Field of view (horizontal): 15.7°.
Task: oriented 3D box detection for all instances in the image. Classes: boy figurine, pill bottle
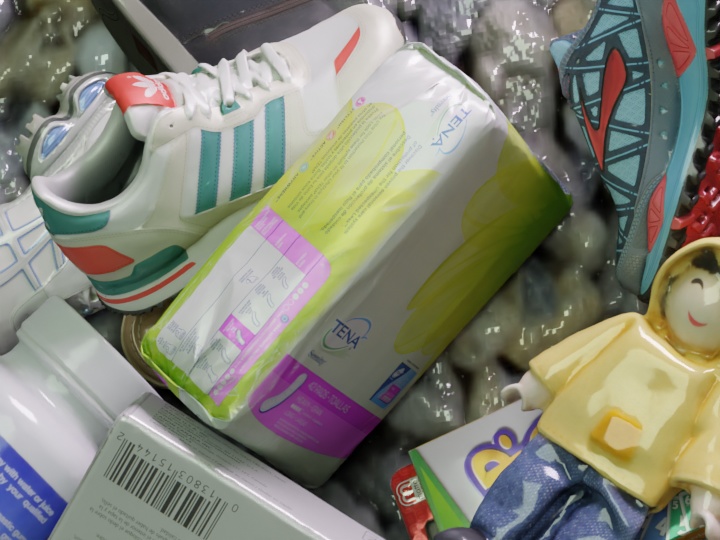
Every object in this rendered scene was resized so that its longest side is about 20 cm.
[{"bbox_3d":[0.127,0.072,1.200,0.124,0.064,0.200,40,93,27],"label":"boy figurine"},{"bbox_3d":[-0.191,0.111,1.286,0.200,0.112,0.112,-45,65,-7],"label":"pill bottle"}]

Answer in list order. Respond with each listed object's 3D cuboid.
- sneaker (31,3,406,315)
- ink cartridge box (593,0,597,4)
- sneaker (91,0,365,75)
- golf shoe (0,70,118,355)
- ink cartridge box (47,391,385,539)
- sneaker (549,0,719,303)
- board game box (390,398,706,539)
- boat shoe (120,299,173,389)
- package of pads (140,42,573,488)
[{"bbox_3d":[-0.069,-0.070,1.248,0.200,0.093,0.070,-39,39,3],"label":"sneaker"},{"bbox_3d":[0.177,-0.183,1.283,0.116,0.067,0.201,15,80,22],"label":"ink cartridge box"},{"bbox_3d":[-0.075,-0.147,1.368,0.106,0.075,0.200,-33,61,-11],"label":"sneaker"},{"bbox_3d":[-0.156,-0.001,1.343,0.097,0.078,0.200,33,88,17],"label":"golf shoe"},{"bbox_3d":[-0.063,0.183,1.222,0.199,0.045,0.177,32,107,3],"label":"ink cartridge box"},{"bbox_3d":[0.137,-0.086,1.240,0.095,0.079,0.201,17,112,31],"label":"sneaker"},{"bbox_3d":[0.114,0.096,1.245,0.199,0.030,0.096,-27,67,12],"label":"board game box"},{"bbox_3d":[-0.045,-0.022,1.302,0.071,0.065,0.200,43,89,-1],"label":"boat shoe"},{"bbox_3d":[0.000,0.000,1.241,0.068,0.154,0.200,41,90,25],"label":"package of pads"}]
